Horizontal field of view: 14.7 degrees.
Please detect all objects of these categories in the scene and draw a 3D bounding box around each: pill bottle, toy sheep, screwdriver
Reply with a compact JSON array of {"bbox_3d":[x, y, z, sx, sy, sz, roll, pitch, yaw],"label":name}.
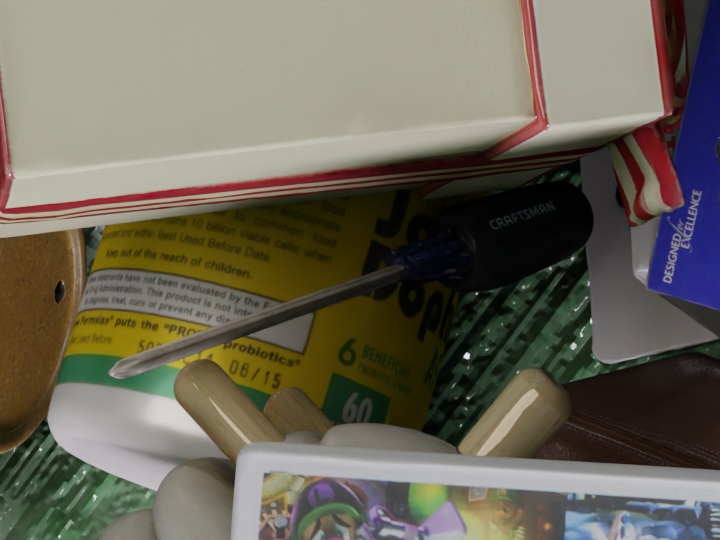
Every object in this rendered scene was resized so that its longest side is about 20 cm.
[{"bbox_3d":[-0.016,-0.028,0.856,0.112,0.113,0.201,8,75,34],"label":"pill bottle"},{"bbox_3d":[-0.017,0.102,0.729,0.200,0.138,0.138,-52,53,13],"label":"toy sheep"},{"bbox_3d":[0.000,0.000,0.770,0.028,0.199,0.029,-6,94,41],"label":"screwdriver"}]

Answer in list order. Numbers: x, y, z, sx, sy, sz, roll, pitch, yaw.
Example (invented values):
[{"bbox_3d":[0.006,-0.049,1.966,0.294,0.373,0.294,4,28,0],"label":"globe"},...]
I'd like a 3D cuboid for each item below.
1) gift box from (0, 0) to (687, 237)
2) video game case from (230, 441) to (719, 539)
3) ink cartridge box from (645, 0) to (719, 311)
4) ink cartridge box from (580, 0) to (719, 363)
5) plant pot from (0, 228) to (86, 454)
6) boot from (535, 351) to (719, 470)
[{"bbox_3d":[-0.010,-0.095,0.709,0.185,0.200,0.186,-7,92,-11],"label":"gift box"},{"bbox_3d":[0.058,0.135,0.618,0.199,0.023,0.183,2,84,23],"label":"video game case"},{"bbox_3d":[0.171,-0.004,0.712,0.199,0.037,0.095,19,116,18],"label":"ink cartridge box"},{"bbox_3d":[0.139,-0.053,0.795,0.199,0.068,0.117,-15,64,28],"label":"ink cartridge box"},{"bbox_3d":[-0.200,-0.002,0.941,0.199,0.186,0.188,12,77,19],"label":"plant pot"},{"bbox_3d":[0.094,0.099,0.723,0.199,0.065,0.186,20,46,39],"label":"boot"}]
